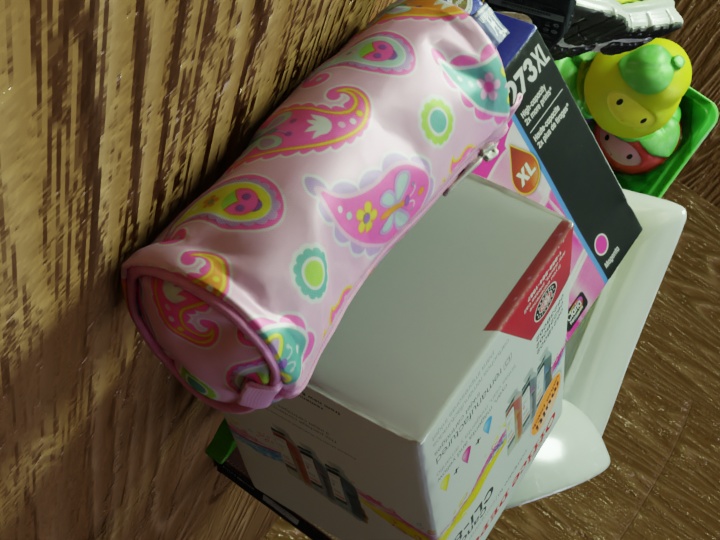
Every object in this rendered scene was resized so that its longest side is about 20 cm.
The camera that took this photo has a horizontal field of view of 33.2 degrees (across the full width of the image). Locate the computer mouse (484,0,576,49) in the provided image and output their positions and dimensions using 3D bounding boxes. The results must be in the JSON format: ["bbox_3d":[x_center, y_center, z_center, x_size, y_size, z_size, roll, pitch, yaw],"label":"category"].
[{"bbox_3d":[0.113,-0.195,0.730,0.200,0.059,0.034,95,14,-71],"label":"computer mouse"}]

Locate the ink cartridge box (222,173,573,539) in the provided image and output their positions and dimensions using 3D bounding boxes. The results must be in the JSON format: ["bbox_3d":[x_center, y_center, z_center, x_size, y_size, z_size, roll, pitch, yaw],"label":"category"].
[{"bbox_3d":[0.019,0.054,0.659,0.145,0.145,0.200,-53,155,-25],"label":"ink cartridge box"}]

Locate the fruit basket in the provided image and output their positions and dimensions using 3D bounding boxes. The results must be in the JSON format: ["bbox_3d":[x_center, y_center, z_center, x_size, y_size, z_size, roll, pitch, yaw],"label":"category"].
[{"bbox_3d":[0.243,-0.160,1.170,0.156,0.216,0.216,-56,174,14],"label":"fruit basket"}]

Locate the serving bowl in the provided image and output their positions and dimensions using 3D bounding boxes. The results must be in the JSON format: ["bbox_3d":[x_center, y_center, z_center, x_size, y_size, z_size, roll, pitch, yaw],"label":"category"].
[{"bbox_3d":[0.063,0.121,0.821,0.200,0.066,0.200,-14,178,-1],"label":"serving bowl"}]

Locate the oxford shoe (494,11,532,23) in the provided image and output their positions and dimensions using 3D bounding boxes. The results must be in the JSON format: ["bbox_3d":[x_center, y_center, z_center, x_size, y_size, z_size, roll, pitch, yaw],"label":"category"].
[{"bbox_3d":[0.089,-0.056,0.730,0.073,0.071,0.200,-23,119,-32],"label":"oxford shoe"}]

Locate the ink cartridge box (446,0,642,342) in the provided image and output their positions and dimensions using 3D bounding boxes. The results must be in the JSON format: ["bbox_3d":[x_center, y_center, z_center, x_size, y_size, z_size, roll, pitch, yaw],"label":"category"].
[{"bbox_3d":[0.084,-0.061,0.663,0.037,0.200,0.095,6,-130,51],"label":"ink cartridge box"}]

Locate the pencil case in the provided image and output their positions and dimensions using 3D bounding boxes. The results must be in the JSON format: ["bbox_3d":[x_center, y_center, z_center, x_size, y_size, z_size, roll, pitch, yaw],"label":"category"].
[{"bbox_3d":[-0.010,-0.033,0.506,0.200,0.087,0.087,-49,172,-33],"label":"pencil case"}]

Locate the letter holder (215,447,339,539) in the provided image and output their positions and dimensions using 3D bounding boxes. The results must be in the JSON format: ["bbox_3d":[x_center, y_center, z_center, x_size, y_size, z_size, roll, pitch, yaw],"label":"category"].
[{"bbox_3d":[-0.009,0.174,1.085,0.142,0.200,0.101,-53,173,-16],"label":"letter holder"}]

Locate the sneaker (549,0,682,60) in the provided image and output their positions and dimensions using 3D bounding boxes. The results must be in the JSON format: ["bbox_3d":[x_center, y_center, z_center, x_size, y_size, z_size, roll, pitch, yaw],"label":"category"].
[{"bbox_3d":[0.166,-0.211,0.904,0.078,0.090,0.200,-19,177,37],"label":"sneaker"}]

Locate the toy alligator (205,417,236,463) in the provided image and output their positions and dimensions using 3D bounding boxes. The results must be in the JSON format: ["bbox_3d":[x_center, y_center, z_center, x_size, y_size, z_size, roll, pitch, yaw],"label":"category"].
[{"bbox_3d":[-0.040,0.038,0.769,0.200,0.059,0.054,-55,174,-2],"label":"toy alligator"}]

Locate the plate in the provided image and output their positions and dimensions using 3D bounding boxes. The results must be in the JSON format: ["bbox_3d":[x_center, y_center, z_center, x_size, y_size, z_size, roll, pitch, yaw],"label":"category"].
[{"bbox_3d":[0.129,0.017,0.931,0.032,0.200,0.200,16,96,-45],"label":"plate"}]
